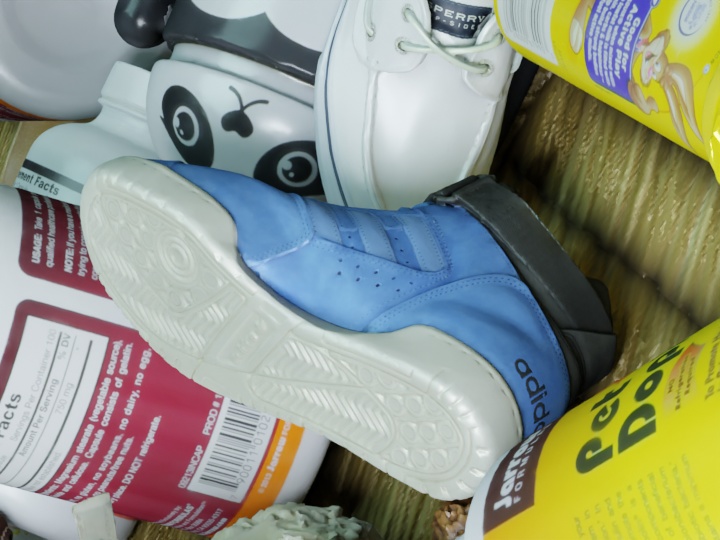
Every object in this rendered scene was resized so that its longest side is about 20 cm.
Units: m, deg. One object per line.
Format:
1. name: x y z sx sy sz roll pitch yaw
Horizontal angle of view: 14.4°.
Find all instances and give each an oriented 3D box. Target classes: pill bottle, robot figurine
1. pill bottle: 0.107 0.078 0.847 0.200 0.109 0.109 -36 40 39
2. pill bottle: -0.116 0.031 1.113 0.113 0.200 0.113 -163 90 -71
3. pill bottle: -0.115 0.015 1.243 0.112 0.112 0.200 22 86 60
4. pill bottle: -0.161 -0.127 1.357 0.113 0.113 0.200 -67 20 -5
5. robot figurine: -0.010 -0.109 1.159 0.150 0.125 0.200 13 78 59

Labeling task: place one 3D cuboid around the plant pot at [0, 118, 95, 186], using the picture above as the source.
1. plant pot: -0.117 -0.062 1.391 0.200 0.027 0.200 -37 40 39

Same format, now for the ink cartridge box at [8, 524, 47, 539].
1. ink cartridge box: -0.218 0.130 1.283 0.088 0.145 0.200 -47 34 26

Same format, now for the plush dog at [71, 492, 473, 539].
1. plush dog: -0.009 0.146 0.969 0.172 0.160 0.200 -10 57 26

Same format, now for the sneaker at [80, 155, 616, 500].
1. sneaker: 0.000 0.001 1.035 0.200 0.111 0.077 27 132 30

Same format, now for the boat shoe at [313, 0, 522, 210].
1. boat shoe: 0.027 -0.099 1.072 0.067 0.074 0.200 179 96 -75

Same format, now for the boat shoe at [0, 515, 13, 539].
1. boat shoe: -0.158 0.169 1.117 0.200 0.072 0.072 -78 11 -59

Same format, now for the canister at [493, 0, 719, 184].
1. canister: 0.137 -0.106 0.967 0.149 0.087 0.200 -61 28 6
